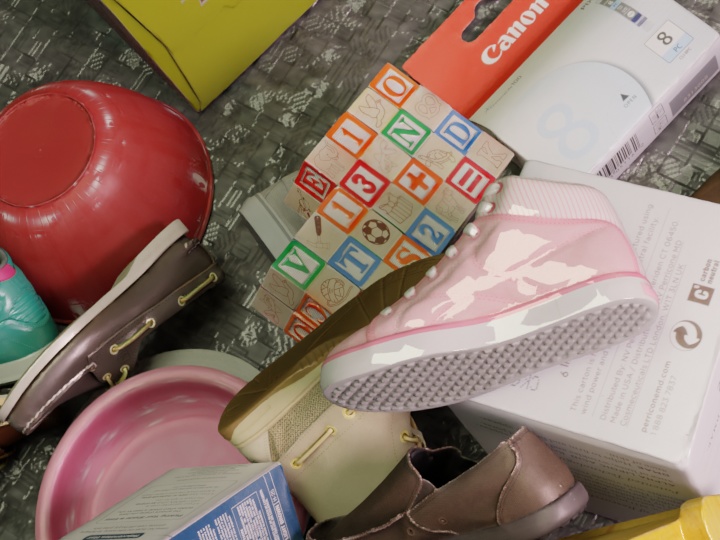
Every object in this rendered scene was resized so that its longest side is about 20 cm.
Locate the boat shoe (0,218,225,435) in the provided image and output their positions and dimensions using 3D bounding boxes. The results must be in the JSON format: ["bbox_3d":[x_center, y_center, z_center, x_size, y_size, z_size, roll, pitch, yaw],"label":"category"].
[{"bbox_3d":[-0.180,0.050,1.328,0.060,0.072,0.200,44,65,-4],"label":"boat shoe"}]

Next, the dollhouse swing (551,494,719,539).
[{"bbox_3d":[0.129,0.227,1.051,0.199,0.176,0.183,-21,97,36],"label":"dollhouse swing"}]

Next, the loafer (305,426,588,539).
[{"bbox_3d":[0.044,0.138,1.110,0.199,0.073,0.071,-22,93,32],"label":"loafer"}]

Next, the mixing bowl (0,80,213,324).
[{"bbox_3d":[-0.224,-0.071,1.414,0.199,0.108,0.201,-7,66,16],"label":"mixing bowl"}]

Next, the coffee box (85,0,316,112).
[{"bbox_3d":[-0.148,-0.287,1.427,0.200,0.200,0.198,-44,61,-2],"label":"coffee box"}]

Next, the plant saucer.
[{"bbox_3d":[-0.127,0.168,1.266,0.199,0.051,0.202,-7,66,16],"label":"plant saucer"}]

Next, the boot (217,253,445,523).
[{"bbox_3d":[0.029,0.096,1.179,0.200,0.073,0.156,-37,105,12],"label":"boot"}]

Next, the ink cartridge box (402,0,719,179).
[{"bbox_3d":[0.144,-0.161,1.354,0.160,0.047,0.200,-46,63,-3],"label":"ink cartridge box"}]

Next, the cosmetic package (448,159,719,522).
[{"bbox_3d":[0.173,0.059,1.160,0.164,0.200,0.166,15,74,26],"label":"cosmetic package"}]

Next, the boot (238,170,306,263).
[{"bbox_3d":[0.000,0.000,1.324,0.095,0.074,0.200,-34,67,-6],"label":"boot"}]

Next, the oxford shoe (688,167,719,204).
[{"bbox_3d":[0.291,-0.074,1.244,0.199,0.084,0.073,-34,62,5],"label":"oxford shoe"}]

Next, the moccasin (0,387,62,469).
[{"bbox_3d":[-0.313,0.145,1.373,0.200,0.074,0.078,-22,71,6],"label":"moccasin"}]

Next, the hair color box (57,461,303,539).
[{"bbox_3d":[-0.134,0.184,1.114,0.100,0.200,0.061,-9,103,37],"label":"hair color box"}]

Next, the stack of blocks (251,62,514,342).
[{"bbox_3d":[0.006,-0.038,1.281,0.115,0.059,0.200,36,57,3],"label":"stack of blocks"}]

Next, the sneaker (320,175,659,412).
[{"bbox_3d":[0.066,0.011,1.065,0.199,0.075,0.105,-18,61,8],"label":"sneaker"}]

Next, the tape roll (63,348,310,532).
[{"bbox_3d":[-0.129,0.156,1.322,0.201,0.037,0.204,-8,65,17],"label":"tape roll"}]

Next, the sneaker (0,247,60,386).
[{"bbox_3d":[-0.326,0.033,1.381,0.199,0.084,0.121,-12,107,23],"label":"sneaker"}]
